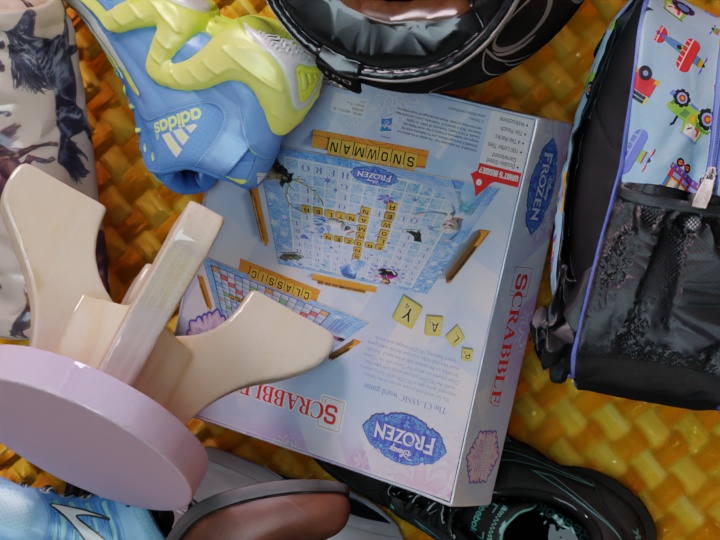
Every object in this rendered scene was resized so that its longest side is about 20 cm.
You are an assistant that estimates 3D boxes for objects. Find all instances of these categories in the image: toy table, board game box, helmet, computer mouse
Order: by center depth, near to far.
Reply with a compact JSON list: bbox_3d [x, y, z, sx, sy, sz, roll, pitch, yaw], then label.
[{"bbox_3d":[0.040,-0.190,1.433,0.199,0.191,0.201,5,110,15],"label":"helmet"},{"bbox_3d":[-0.116,0.039,1.439,0.183,0.200,0.117,32,72,-17],"label":"toy table"},{"bbox_3d":[0.000,0.000,1.495,0.199,0.041,0.201,17,96,35],"label":"board game box"},{"bbox_3d":[-0.071,0.133,1.563,0.199,0.044,0.110,18,98,13],"label":"computer mouse"}]

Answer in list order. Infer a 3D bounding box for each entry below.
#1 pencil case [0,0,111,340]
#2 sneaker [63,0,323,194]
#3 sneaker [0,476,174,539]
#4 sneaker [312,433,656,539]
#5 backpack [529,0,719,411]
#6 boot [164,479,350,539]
[{"bbox_3d":[-0.185,-0.060,1.537,0.089,0.078,0.201,8,114,39],"label":"pencil case"},{"bbox_3d":[-0.109,-0.103,1.514,0.200,0.076,0.106,28,104,40],"label":"sneaker"},{"bbox_3d":[-0.141,0.142,1.545,0.199,0.078,0.090,29,87,13],"label":"sneaker"},{"bbox_3d":[0.058,0.110,1.509,0.199,0.079,0.076,20,101,15],"label":"sneaker"},{"bbox_3d":[0.164,-0.034,1.424,0.134,0.183,0.201,10,85,6],"label":"backpack"},{"bbox_3d":[-0.061,0.219,1.432,0.188,0.068,0.201,-24,70,6],"label":"boot"}]
